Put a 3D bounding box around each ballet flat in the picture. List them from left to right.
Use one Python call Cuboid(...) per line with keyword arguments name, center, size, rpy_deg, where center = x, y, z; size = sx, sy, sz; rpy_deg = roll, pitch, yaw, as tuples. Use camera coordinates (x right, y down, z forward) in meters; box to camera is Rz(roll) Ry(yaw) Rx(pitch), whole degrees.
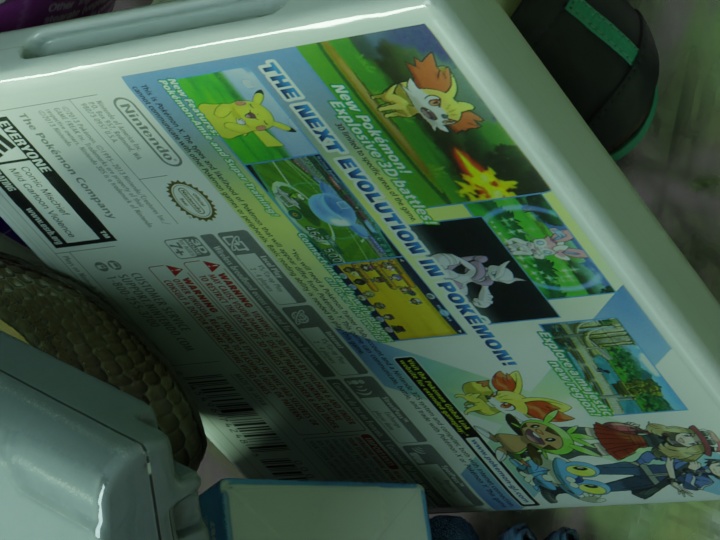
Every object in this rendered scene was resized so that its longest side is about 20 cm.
Cuboid(name="ballet flat", center=(-0.127, 0.008, 0.814), size=(0.200, 0.046, 0.067), rpy_deg=(40, 134, -20))
Cuboid(name="ballet flat", center=(-0.016, -0.055, 0.803), size=(0.200, 0.073, 0.073), rpy_deg=(-5, 108, 34))

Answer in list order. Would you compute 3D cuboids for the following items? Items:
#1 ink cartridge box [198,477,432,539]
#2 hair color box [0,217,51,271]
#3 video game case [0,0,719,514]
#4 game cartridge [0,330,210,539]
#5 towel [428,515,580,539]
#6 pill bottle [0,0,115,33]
Cuboid(name="ink cartridge box", center=(-0.045, 0.144, 0.878), size=(0.200, 0.067, 0.116), rpy_deg=(-38, 55, 56))
Cuboid(name="hair color box", center=(-0.161, -0.012, 0.936), size=(0.200, 0.065, 0.109), rpy_deg=(29, 126, 20))
Cuboid(name="video game case", center=(0.000, 0.000, 0.791), size=(0.182, 0.022, 0.200), rpy_deg=(-6, 137, 37))
Cuboid(name="game cartridge", center=(-0.081, 0.115, 0.787), size=(0.133, 0.040, 0.200), rpy_deg=(25, 128, 51))
Cuboid(name="towel", center=(0.045, 0.175, 0.822), size=(0.112, 0.048, 0.200), rpy_deg=(-59, 37, 42))
Cuboid(name="pill bottle", center=(-0.109, -0.120, 0.815), size=(0.112, 0.112, 0.200), rpy_deg=(38, 128, 16))
